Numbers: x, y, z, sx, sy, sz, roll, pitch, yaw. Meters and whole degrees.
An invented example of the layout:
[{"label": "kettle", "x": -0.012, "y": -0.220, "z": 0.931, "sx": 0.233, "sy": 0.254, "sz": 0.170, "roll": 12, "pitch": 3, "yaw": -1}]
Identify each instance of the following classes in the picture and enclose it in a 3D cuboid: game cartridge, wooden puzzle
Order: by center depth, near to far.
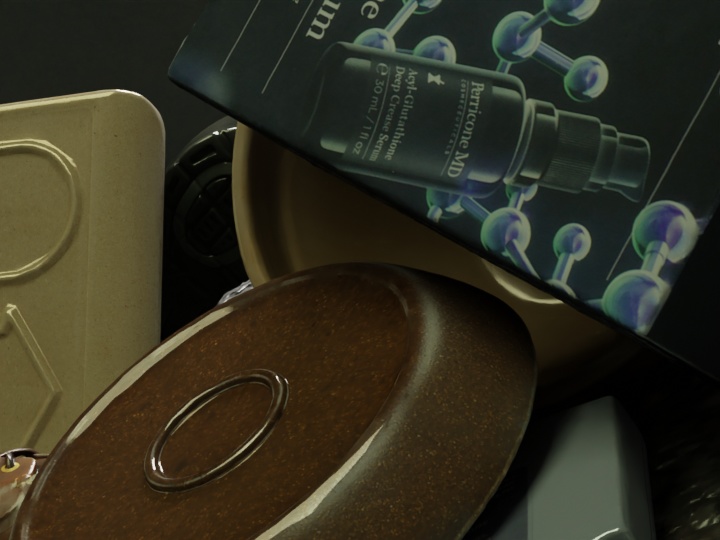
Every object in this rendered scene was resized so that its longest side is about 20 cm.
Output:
[{"label": "game cartridge", "x": 0.000, "y": 0.111, "z": 0.743, "sx": 0.200, "sy": 0.041, "sz": 0.133, "roll": -28, "pitch": 20, "yaw": 14}, {"label": "wooden puzzle", "x": -0.180, "y": 0.022, "z": 1.065, "sx": 0.200, "sy": 0.186, "sz": 0.046, "roll": -5, "pitch": -17, "yaw": 16}]

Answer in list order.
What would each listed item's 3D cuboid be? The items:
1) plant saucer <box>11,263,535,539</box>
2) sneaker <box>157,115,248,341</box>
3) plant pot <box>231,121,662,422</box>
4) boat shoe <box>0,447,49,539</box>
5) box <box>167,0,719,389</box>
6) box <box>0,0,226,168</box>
[{"label": "plant saucer", "x": -0.039, "y": 0.062, "z": 0.778, "sx": 0.200, "sy": 0.035, "sz": 0.200, "roll": -27, "pitch": 28, "yaw": 15}, {"label": "sneaker", "x": -0.089, "y": 0.001, "z": 1.121, "sx": 0.200, "sy": 0.076, "sz": 0.091, "roll": -42, "pitch": 11, "yaw": 24}, {"label": "plant pot", "x": 0.060, "y": -0.035, "z": 0.890, "sx": 0.201, "sy": 0.201, "sz": 0.093, "roll": -26, "pitch": -24, "yaw": 21}, {"label": "boat shoe", "x": -0.135, "y": 0.097, "z": 0.921, "sx": 0.200, "sy": 0.068, "sz": 0.072, "roll": -33, "pitch": -18, "yaw": 8}, {"label": "box", "x": 0.066, "y": -0.073, "z": 0.782, "sx": 0.200, "sy": 0.107, "sz": 0.149, "roll": 29, "pitch": 91, "yaw": 30}, {"label": "box", "x": -0.174, "y": -0.068, "z": 1.236, "sx": 0.200, "sy": 0.123, "sz": 0.198, "roll": -20, "pitch": -2, "yaw": -16}]
